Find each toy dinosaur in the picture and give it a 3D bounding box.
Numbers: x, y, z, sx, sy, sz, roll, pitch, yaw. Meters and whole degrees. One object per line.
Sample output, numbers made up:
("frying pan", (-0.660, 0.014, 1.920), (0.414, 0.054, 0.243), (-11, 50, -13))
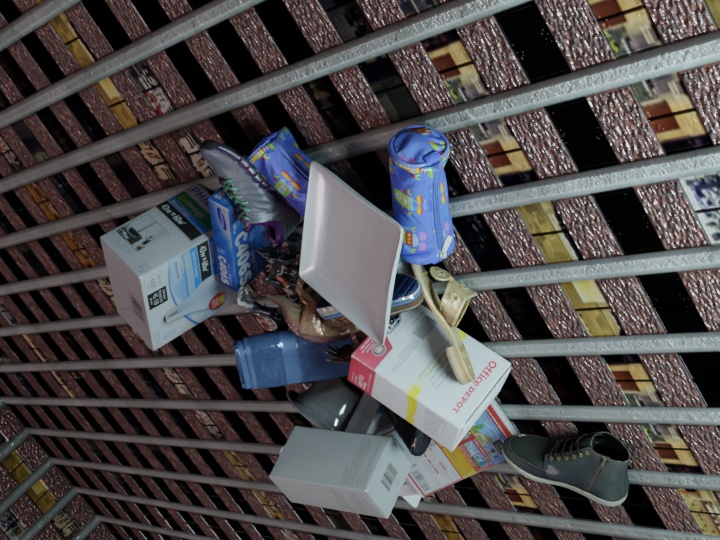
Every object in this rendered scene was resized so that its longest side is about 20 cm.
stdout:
("toy dinosaur", (-0.054, 0.086, 1.739), (0.200, 0.136, 0.086), (11, 175, -6))

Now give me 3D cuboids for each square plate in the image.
("square plate", (-0.011, -0.026, 1.540), (0.198, 0.028, 0.200), (39, 135, 36))

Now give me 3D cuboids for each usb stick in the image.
("usb stick", (0.063, 0.221, 1.757), (0.200, 0.033, 0.056), (-128, 49, -59))

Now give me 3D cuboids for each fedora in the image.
("fedora", (-0.040, 0.240, 1.950), (0.177, 0.090, 0.200), (37, 175, 10))

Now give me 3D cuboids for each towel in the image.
("towel", (-0.105, 0.137, 1.824), (0.200, 0.049, 0.112), (-7, 134, -4))

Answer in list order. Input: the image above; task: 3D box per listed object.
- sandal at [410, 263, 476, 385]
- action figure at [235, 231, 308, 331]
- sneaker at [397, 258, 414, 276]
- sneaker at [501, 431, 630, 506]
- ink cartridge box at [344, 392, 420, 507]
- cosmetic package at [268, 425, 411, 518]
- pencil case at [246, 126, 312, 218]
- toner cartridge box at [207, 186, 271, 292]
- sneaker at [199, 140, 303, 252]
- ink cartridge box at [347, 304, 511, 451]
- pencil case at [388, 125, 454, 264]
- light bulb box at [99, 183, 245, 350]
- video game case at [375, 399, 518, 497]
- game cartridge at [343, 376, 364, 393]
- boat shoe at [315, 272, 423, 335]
("sandal", (0.140, 0.055, 1.608), (0.070, 0.078, 0.212), (-22, 89, 13))
("action figure", (-0.137, 0.028, 1.838), (0.102, 0.119, 0.200), (22, 133, 15))
("sneaker", (0.000, 0.000, 1.691), (0.200, 0.075, 0.087), (3, 135, 47))
("sneaker", (0.309, 0.268, 1.660), (0.200, 0.075, 0.106), (17, 135, 22))
("ink cartridge box", (0.072, 0.301, 1.884), (0.068, 0.116, 0.200), (-17, 126, 47))
("cosmetic package", (-0.034, 0.321, 1.789), (0.200, 0.108, 0.085), (1, 138, 38))
("pencil case", (-0.074, -0.122, 1.624), (0.200, 0.078, 0.087), (45, 157, 0))
("toner cartridge box", (-0.193, -0.064, 1.807), (0.043, 0.095, 0.200), (28, 144, 23))
("sneaker", (-0.173, -0.113, 1.684), (0.200, 0.088, 0.074), (37, 165, -23))
("ink cartridge box", (0.103, 0.154, 1.678), (0.200, 0.145, 0.083), (33, 147, 16))
("pencil case", (0.083, -0.092, 1.472), (0.087, 0.078, 0.200), (40, 151, 37))
("light bulb box", (-0.313, -0.006, 1.888), (0.125, 0.200, 0.198), (42, 150, 29))
("video game case", (0.145, 0.273, 1.786), (0.200, 0.017, 0.143), (-29, 107, 21))
("game cartridge", (-0.005, 0.126, 1.872), (0.176, 0.032, 0.200), (38, 148, 10))
("boat shoe", (0.025, 0.056, 1.628), (0.200, 0.072, 0.072), (-9, 120, 48))
